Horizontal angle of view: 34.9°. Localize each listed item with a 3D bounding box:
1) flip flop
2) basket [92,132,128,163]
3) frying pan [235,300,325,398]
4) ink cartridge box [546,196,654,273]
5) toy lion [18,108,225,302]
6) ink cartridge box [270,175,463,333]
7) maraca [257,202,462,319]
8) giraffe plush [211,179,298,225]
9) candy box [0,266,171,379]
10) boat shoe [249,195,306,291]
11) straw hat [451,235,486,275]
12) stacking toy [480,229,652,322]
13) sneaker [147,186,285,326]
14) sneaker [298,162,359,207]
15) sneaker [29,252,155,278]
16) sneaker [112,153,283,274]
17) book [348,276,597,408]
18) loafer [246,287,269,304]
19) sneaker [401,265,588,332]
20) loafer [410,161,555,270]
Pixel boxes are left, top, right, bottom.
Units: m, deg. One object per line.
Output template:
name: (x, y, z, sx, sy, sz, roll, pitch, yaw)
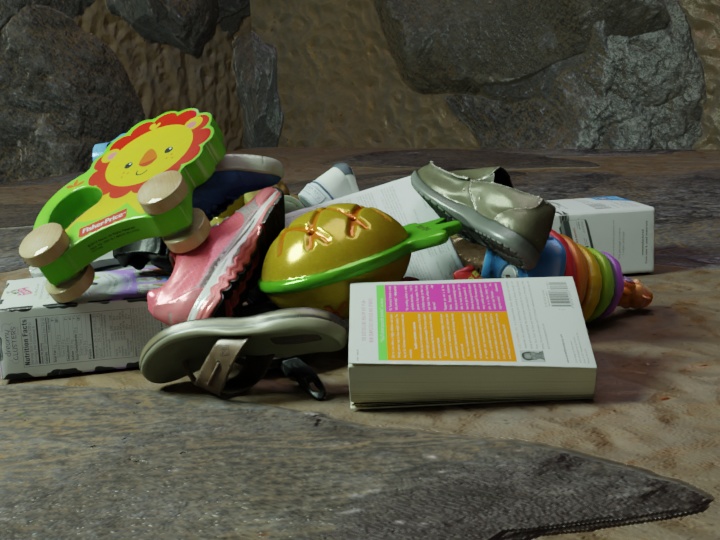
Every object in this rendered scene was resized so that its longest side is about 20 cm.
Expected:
flip flop: (-0.104, 0.077, 0.986, 0.199, 0.058, 0.081, -9, -22, 19)
basket: (-0.287, -0.066, 1.424, 0.138, 0.202, 0.176, -10, 13, 7)
frying pan: (-0.060, 0.072, 1.065, 0.115, 0.031, 0.189, -24, 34, -38)
ink cartridge box: (0.253, -0.042, 1.455, 0.198, 0.085, 0.145, -4, 10, -6)
toy lion: (-0.225, -0.080, 1.119, 0.199, 0.069, 0.192, -23, 38, 7)
ink cartridge box: (0.000, 0.000, 1.189, 0.199, 0.163, 0.050, -18, -29, -6)
maraca: (-0.002, -0.014, 1.085, 0.199, 0.108, 0.137, -18, 13, -11)
giraffe plush: (-0.120, -0.044, 1.497, 0.162, 0.174, 0.200, 0, -30, -47)
candy box: (-0.262, 0.049, 1.168, 0.198, 0.072, 0.168, -5, 11, -12)
boat shoe: (-0.131, -0.016, 1.279, 0.201, 0.072, 0.061, -37, -10, 19)
straw hat: (0.115, 0.001, 1.263, 0.199, 0.086, 0.201, -3, 10, 1)
stacking toy: (0.227, 0.016, 1.171, 0.199, 0.111, 0.116, 6, 11, -32)
sneaker: (-0.135, -0.019, 1.094, 0.086, 0.074, 0.201, 17, 47, 13)
sneaker: (-0.005, -0.043, 1.313, 0.071, 0.200, 0.073, -40, 56, -11)
sneaker: (-0.274, 0.014, 1.306, 0.199, 0.081, 0.076, -10, 16, -21)
sneaker: (-0.169, -0.052, 1.180, 0.198, 0.112, 0.077, -8, -9, 15)
book: (0.090, 0.053, 0.970, 0.198, 0.048, 0.134, -1, 35, 2)
loafer: (-0.065, 0.014, 1.285, 0.072, 0.073, 0.199, -13, 14, -42)
sneaker: (0.112, 0.038, 1.065, 0.199, 0.086, 0.077, 2, 13, 31)
loafer: (0.123, -0.065, 1.121, 0.075, 0.070, 0.200, 44, -4, -40)
